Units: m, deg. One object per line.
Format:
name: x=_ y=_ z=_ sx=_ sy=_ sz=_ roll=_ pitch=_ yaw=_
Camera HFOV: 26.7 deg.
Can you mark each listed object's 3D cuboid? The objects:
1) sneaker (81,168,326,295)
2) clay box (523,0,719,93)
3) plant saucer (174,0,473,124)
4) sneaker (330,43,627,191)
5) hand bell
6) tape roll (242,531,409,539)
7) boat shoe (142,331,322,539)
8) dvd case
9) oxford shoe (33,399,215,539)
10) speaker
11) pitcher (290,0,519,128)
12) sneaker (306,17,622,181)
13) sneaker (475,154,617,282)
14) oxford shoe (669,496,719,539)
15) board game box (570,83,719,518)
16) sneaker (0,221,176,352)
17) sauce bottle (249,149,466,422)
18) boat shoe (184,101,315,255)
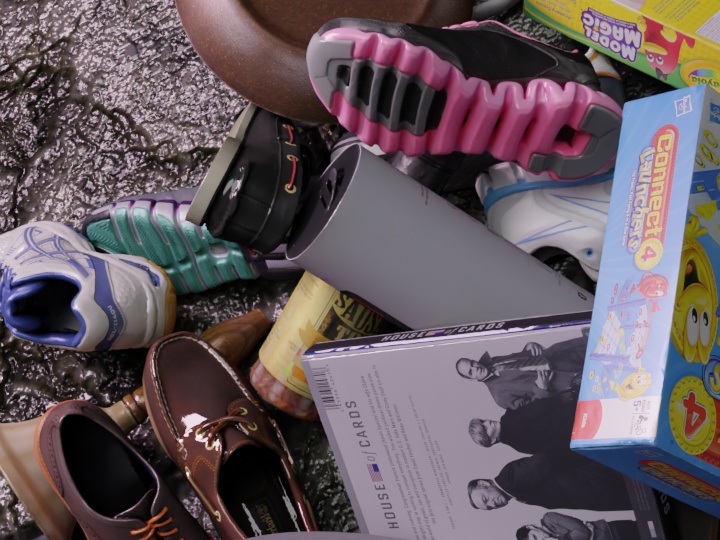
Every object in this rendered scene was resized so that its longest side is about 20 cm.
sneaker: x=-0.098 y=-0.035 z=1.066 sx=0.199 sy=0.075 sz=0.088 roll=2 pitch=37 yaw=28
clay box: x=0.197 y=-0.181 z=0.989 sx=0.199 sy=0.048 sz=0.115 roll=31 pitch=53 yaw=30
plant saucer: x=-0.021 y=-0.194 z=0.974 sx=0.199 sy=0.037 sz=0.202 roll=2 pitch=73 yaw=-8
sneaker: x=0.077 y=-0.103 z=1.010 sx=0.198 sy=0.078 sz=0.080 roll=-7 pitch=70 yaw=6
hand bell: x=-0.146 y=0.088 z=1.022 sx=0.199 sy=0.104 sz=0.104 roll=-35 pitch=60 yaw=-11
tape roll: x=0.017 y=0.198 z=0.808 sx=0.199 sy=0.200 sz=0.067 roll=10 pitch=95 yaw=24
boat shoe: x=-0.075 y=0.120 z=0.951 sx=0.070 sy=0.070 sz=0.201 roll=-27 pitch=73 yaw=-18
dvd case: x=0.072 y=0.103 z=0.875 sx=0.199 sy=0.025 sz=0.151 roll=-8 pitch=109 yaw=33
oxford shoe: x=-0.132 y=0.167 z=0.934 sx=0.071 sy=0.073 sz=0.200 roll=-40 pitch=93 yaw=-16
speaker: x=0.056 y=0.008 z=0.902 sx=0.081 sy=0.199 sz=0.081 roll=-51 pitch=18 yaw=24
pitcher: x=0.013 y=-0.189 z=1.058 sx=0.171 sy=0.121 sz=0.201 roll=28 pitch=68 yaw=13
sneaker: x=0.062 y=-0.118 z=0.917 sx=0.199 sy=0.079 sz=0.096 roll=14 pitch=45 yaw=-16
sneaker: x=0.174 y=-0.034 z=0.955 sx=0.199 sy=0.075 sz=0.087 roll=-11 pitch=75 yaw=22
oxford shoe: x=0.190 y=0.105 z=0.887 sx=0.071 sy=0.071 sz=0.202 roll=0 pitch=83 yaw=40
board game box: x=0.212 y=0.032 z=0.829 sx=0.056 sy=0.199 sz=0.197 roll=-11 pitch=61 yaw=48
sneaker: x=-0.219 y=0.010 z=1.044 sx=0.199 sy=0.088 sz=0.076 roll=9 pitch=103 yaw=40
sauce bottle: x=0.000 y=0.000 z=0.965 sx=0.066 sy=0.066 sz=0.201 roll=38 pitch=108 yaw=29
boat shoe: x=-0.065 y=-0.062 z=0.968 sx=0.063 sy=0.202 sz=0.074 roll=26 pitch=107 yaw=-7
